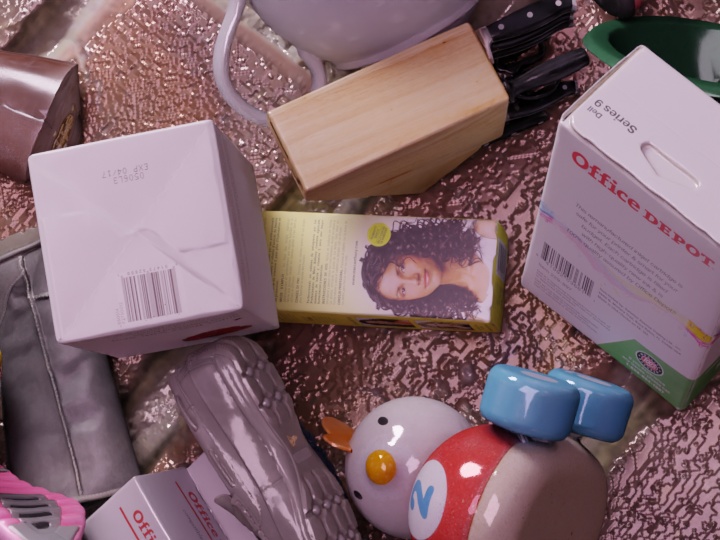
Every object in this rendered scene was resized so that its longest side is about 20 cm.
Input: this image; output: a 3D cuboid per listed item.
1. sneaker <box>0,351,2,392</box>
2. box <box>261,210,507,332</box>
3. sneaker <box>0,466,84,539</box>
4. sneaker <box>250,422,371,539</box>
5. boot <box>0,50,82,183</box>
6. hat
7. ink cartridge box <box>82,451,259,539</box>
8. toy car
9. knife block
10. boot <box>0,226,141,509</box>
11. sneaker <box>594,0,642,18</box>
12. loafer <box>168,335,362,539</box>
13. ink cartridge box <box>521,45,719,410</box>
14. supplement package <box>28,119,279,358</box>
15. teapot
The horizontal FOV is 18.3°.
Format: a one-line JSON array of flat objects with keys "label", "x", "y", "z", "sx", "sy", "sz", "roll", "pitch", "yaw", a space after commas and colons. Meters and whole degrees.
[{"label": "sneaker", "x": -0.318, "y": 0.033, "z": 1.583, "sx": 0.200, "sy": 0.078, "sz": 0.083, "roll": 40, "pitch": 125, "yaw": 23}, {"label": "box", "x": 0.000, "y": 0.000, "z": 1.549, "sx": 0.198, "sy": 0.050, "sz": 0.076, "roll": 1, "pitch": 79, "yaw": 14}, {"label": "sneaker", "x": -0.244, "y": 0.188, "z": 1.483, "sx": 0.078, "sy": 0.200, "sz": 0.096, "roll": 9, "pitch": 92, "yaw": -30}, {"label": "sneaker", "x": -0.047, "y": 0.178, "z": 1.513, "sx": 0.085, "sy": 0.077, "sz": 0.201, "roll": -33, "pitch": 73, "yaw": 9}, {"label": "boot", "x": -0.313, "y": -0.090, "z": 1.638, "sx": 0.198, "sy": 0.064, "sz": 0.188, "roll": 20, "pitch": 86, "yaw": 11}, {"label": "hat", "x": 0.228, "y": -0.058, "z": 1.493, "sx": 0.200, "sy": 0.164, "sz": 0.178, "roll": 38, "pitch": 127, "yaw": 53}, {"label": "ink cartridge box", "x": -0.143, "y": 0.214, "z": 1.496, "sx": 0.200, "sy": 0.067, "sz": 0.116, "roll": -43, "pitch": 71, "yaw": 24}, {"label": "toy car", "x": 0.048, "y": 0.138, "z": 1.460, "sx": 0.199, "sy": 0.176, "sz": 0.186, "roll": 18, "pitch": 95, "yaw": 28}, {"label": "knife block", "x": 0.058, "y": -0.122, "z": 1.501, "sx": 0.175, "sy": 0.199, "sz": 0.064, "roll": -39, "pitch": 70, "yaw": 34}, {"label": "boot", "x": -0.187, "y": 0.061, "z": 1.569, "sx": 0.181, "sy": 0.072, "sz": 0.202, "roll": -24, "pitch": 67, "yaw": 21}, {"label": "sneaker", "x": 0.184, "y": -0.269, "z": 1.539, "sx": 0.086, "sy": 0.074, "sz": 0.202, "roll": -9, "pitch": 63, "yaw": 1}, {"label": "loafer", "x": -0.060, "y": 0.141, "z": 1.454, "sx": 0.070, "sy": 0.070, "sz": 0.201, "roll": -30, "pitch": 81, "yaw": 27}, {"label": "ink cartridge box", "x": 0.192, "y": -0.024, "z": 1.426, "sx": 0.145, "sy": 0.201, "sz": 0.087, "roll": 39, "pitch": 66, "yaw": 18}, {"label": "supplement package", "x": -0.128, "y": -0.015, "z": 1.442, "sx": 0.120, "sy": 0.200, "sz": 0.121, "roll": -11, "pitch": 85, "yaw": 4}, {"label": "teapot", "x": 0.012, "y": -0.202, "z": 1.537, "sx": 0.199, "sy": 0.198, "sz": 0.147, "roll": -14, "pitch": 112, "yaw": 33}]
